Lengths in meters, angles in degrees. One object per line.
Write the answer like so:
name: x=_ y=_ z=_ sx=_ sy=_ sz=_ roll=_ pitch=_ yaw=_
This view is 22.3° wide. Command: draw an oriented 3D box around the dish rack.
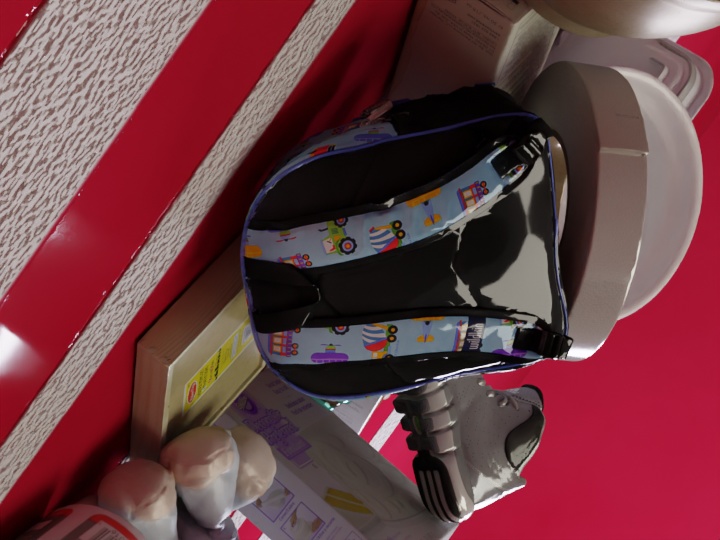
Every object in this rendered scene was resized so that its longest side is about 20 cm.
dish rack: x=0.190 y=-0.132 z=1.578 sx=0.200 sy=0.172 sz=0.043 roll=-53 pitch=137 yaw=3

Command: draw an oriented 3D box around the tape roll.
tape roll: x=0.138 y=-0.040 z=1.233 sx=0.203 sy=0.037 sz=0.204 roll=-174 pitch=-90 yaw=-76

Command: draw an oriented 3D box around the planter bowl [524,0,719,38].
planter bowl: x=0.163 y=-0.224 z=1.114 sx=0.200 sy=0.200 sz=0.135 roll=-45 pitch=-175 yaw=-33

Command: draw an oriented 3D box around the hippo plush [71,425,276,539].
hippo plush: x=-0.118 y=0.220 z=1.256 sx=0.200 sy=0.161 sz=0.159 roll=-45 pitch=158 yaw=30

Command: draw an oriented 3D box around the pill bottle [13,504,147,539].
pill bottle: x=-0.213 y=0.236 z=1.120 sx=0.200 sy=0.114 sz=0.114 roll=-36 pitch=160 yaw=-55

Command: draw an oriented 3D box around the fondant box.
fondant box: x=-0.032 y=0.168 z=1.416 sx=0.058 sy=0.200 sz=0.144 roll=-54 pitch=169 yaw=17

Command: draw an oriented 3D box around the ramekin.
ramekin: x=0.164 y=-0.065 z=1.440 sx=0.201 sy=0.201 sz=0.098 roll=-50 pitch=-149 yaw=-15

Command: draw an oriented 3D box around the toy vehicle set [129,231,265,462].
toy vehicle set: x=-0.104 y=0.057 z=1.242 sx=0.124 sy=0.026 sz=0.200 roll=-47 pitch=167 yaw=-27

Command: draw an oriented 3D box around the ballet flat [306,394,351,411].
ballet flat: x=-0.022 y=0.051 z=1.315 sx=0.070 sy=0.067 sz=0.200 roll=-51 pitch=-169 yaw=-1

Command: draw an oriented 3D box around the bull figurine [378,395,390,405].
bull figurine: x=-0.002 y=0.097 z=1.682 sx=0.200 sy=0.065 sz=0.121 roll=-58 pitch=172 yaw=34

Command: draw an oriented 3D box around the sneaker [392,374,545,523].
sneaker: x=0.085 y=0.088 z=1.437 sx=0.115 sy=0.201 sz=0.075 roll=-16 pitch=-172 yaw=-26

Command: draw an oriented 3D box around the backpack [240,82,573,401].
backpack: x=0.019 y=-0.016 z=1.150 sx=0.135 sy=0.199 sz=0.183 roll=-121 pitch=-160 yaw=-65

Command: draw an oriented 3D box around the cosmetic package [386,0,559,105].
cosmetic package: x=0.080 y=-0.149 z=1.246 sx=0.104 sy=0.073 sz=0.200 roll=-46 pitch=167 yaw=-33

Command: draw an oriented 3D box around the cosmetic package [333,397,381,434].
cosmetic package: x=0.014 y=0.044 z=1.517 sx=0.200 sy=0.071 sz=0.102 roll=-59 pitch=179 yaw=32
